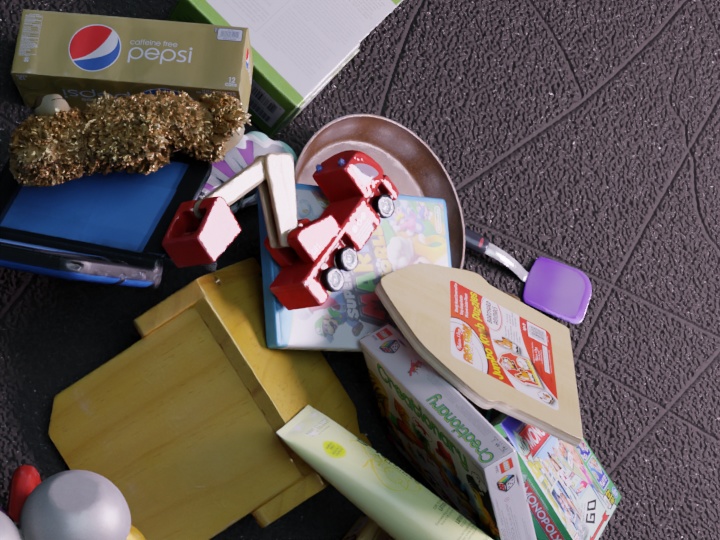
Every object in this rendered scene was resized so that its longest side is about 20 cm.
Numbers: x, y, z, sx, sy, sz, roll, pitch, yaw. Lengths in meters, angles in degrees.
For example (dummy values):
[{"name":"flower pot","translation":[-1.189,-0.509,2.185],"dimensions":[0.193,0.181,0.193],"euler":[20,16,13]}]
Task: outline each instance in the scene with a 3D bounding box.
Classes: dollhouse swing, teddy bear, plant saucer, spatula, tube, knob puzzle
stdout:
[{"name":"dollhouse swing","translation":[-0.132,0.129,1.412],"dimensions":[0.200,0.175,0.182],"euler":[56,20,3]},{"name":"teddy bear","translation":[-0.187,-0.119,1.338],"dimensions":[0.199,0.145,0.067],"euler":[-2,115,3]},{"name":"plant saucer","translation":[0.009,-0.041,1.496],"dimensions":[0.199,0.034,0.201],"euler":[10,73,-36]},{"name":"spatula","translation":[0.132,-0.013,1.579],"dimensions":[0.199,0.021,0.057],"euler":[28,66,-12]},{"name":"tube","translation":[0.022,0.181,1.328],"dimensions":[0.200,0.058,0.052],"euler":[38,69,8]},{"name":"knob puzzle","translation":[0.096,0.063,1.427],"dimensions":[0.219,0.031,0.220],"euler":[26,28,-16]}]

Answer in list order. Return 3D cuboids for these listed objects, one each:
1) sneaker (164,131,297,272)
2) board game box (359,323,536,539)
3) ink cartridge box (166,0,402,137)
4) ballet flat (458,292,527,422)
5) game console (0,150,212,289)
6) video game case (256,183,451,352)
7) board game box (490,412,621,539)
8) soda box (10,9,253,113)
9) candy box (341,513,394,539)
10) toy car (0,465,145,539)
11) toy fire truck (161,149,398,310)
[{"name":"sneaker","translation":[-0.133,-0.049,1.416],"dimensions":[0.199,0.078,0.140],"euler":[-11,41,-17]},{"name":"board game box","translation":[0.073,0.145,1.381],"dimensions":[0.035,0.200,0.127],"euler":[-29,130,-15]},{"name":"ink cartridge box","translation":[-0.062,-0.247,1.544],"dimensions":[0.148,0.076,0.200],"euler":[45,61,-4]},{"name":"ballet flat","translation":[0.096,0.104,1.507],"dimensions":[0.072,0.068,0.201],"euler":[17,65,5]},{"name":"game console","translation":[-0.249,-0.058,1.324],"dimensions":[0.171,0.199,0.119],"euler":[10,90,-64]},{"name":"video game case","translation":[0.000,0.000,1.446],"dimensions":[0.199,0.018,0.144],"euler":[4,77,-37]},{"name":"board game box","translation":[0.169,0.176,1.456],"dimensions":[0.135,0.029,0.200],"euler":[58,19,2]},{"name":"soda box","translation":[-0.196,-0.176,1.429],"dimensions":[0.199,0.068,0.064],"euler":[5,69,3]},{"name":"candy box","translation":[0.009,0.295,1.403],"dimensions":[0.115,0.055,0.200],"euler":[45,63,-6]},{"name":"toy car","translation":[-0.271,0.220,1.268],"dimensions":[0.199,0.176,0.150],"euler":[-15,45,-26]},{"name":"toy fire truck","translation":[-0.060,-0.046,1.357],"dimensions":[0.141,0.049,0.200],"euler":[52,53,-25]}]
